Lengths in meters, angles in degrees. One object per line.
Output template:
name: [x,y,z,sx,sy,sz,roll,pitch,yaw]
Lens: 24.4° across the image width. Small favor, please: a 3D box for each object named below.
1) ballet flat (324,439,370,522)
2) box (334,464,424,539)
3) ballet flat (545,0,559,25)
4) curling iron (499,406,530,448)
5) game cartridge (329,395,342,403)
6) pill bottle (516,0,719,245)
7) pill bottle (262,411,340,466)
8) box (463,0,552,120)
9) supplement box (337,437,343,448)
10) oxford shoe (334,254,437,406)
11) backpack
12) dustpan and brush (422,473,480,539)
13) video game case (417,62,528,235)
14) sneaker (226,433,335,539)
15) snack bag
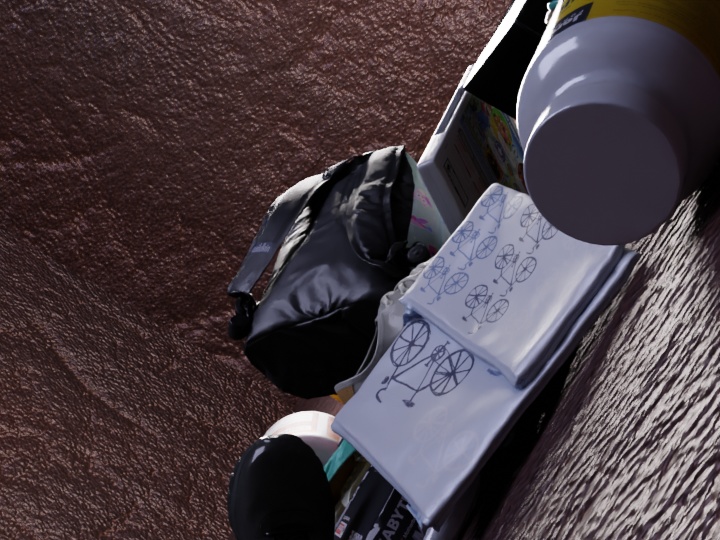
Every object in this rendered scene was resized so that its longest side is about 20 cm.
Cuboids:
ballet flat: [-0.011,0.192,1.374,0.071,0.067,0.201,-91,27,-59]
box: [0.049,0.117,1.133,0.200,0.049,0.200,-59,1,-7]
ballet flat: [0.187,-0.164,1.077,0.067,0.073,0.200,-9,15,37]
curling iron: [0.114,0.031,1.025,0.050,0.025,0.201,-47,11,50]
game cartridge: [0.039,0.014,1.475,0.177,0.032,0.200,-60,0,-29]
pill bottle: [0.146,-0.099,0.901,0.112,0.111,0.200,-58,2,35]
pill bottle: [-0.047,0.192,1.543,0.113,0.112,0.200,-59,1,3]
box: [0.191,-0.212,1.283,0.201,0.124,0.149,-61,4,-18]
supplement box: [0.057,0.070,1.439,0.201,0.061,0.109,-60,2,13]
oxford shoe: [0.046,0.022,1.134,0.201,0.057,0.075,-57,-1,-14]
backpack: [0.000,0.000,1.281,0.165,0.127,0.201,-13,35,20]
dustpan and brush: [0.010,0.200,0.971,0.201,0.057,0.139,-66,14,-9]
video game case: [0.103,-0.066,1.319,0.018,0.144,0.200,-20,21,25]
sneaker: [-0.042,0.207,1.093,0.091,0.075,0.202,-142,45,-71]
snack bag: [0.063,0.044,1.005,0.201,0.021,0.188,-53,24,-1]
